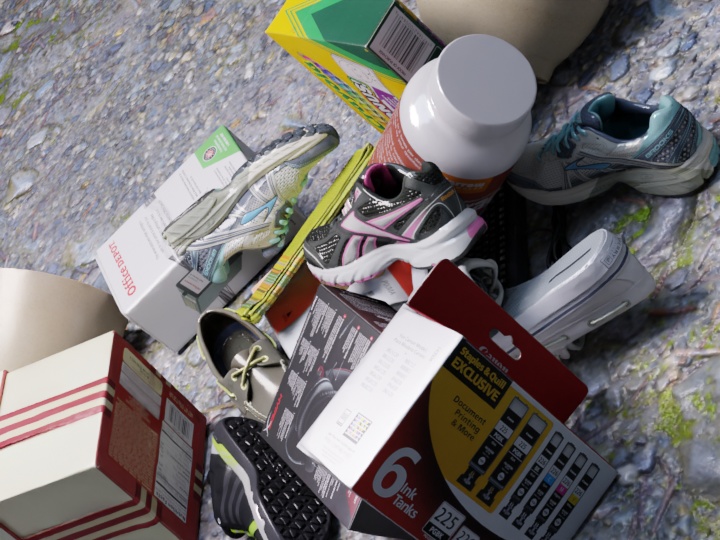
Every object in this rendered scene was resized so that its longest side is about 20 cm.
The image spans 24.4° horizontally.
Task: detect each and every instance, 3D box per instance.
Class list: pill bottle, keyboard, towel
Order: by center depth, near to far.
[{"bbox_3d":[0.077,-0.110,1.398,0.200,0.112,0.112,118,173,-62],"label":"pill bottle"},{"bbox_3d":[0.130,-0.031,1.456,0.127,0.021,0.200,-22,43,25],"label":"keyboard"},{"bbox_3d":[-0.052,-0.035,1.564,0.200,0.018,0.086,-54,12,-7],"label":"towel"}]

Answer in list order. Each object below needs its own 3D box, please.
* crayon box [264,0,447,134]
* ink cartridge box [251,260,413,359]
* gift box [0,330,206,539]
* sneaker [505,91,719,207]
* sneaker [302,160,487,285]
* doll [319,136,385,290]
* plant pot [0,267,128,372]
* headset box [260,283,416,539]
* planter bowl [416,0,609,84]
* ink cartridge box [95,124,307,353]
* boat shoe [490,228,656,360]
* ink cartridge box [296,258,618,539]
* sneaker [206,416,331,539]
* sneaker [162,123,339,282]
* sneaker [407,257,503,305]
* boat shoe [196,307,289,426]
[{"bbox_3d":[0.033,-0.179,1.558,0.172,0.200,0.058,17,72,54],"label":"crayon box"},{"bbox_3d":[0.000,0.000,1.557,0.200,0.050,0.162,-47,34,8],"label":"ink cartridge box"},{"bbox_3d":[-0.263,0.181,1.569,0.186,0.185,0.200,-22,38,21],"label":"gift box"},{"bbox_3d":[0.198,-0.112,1.397,0.200,0.086,0.078,-5,47,38],"label":"sneaker"},{"bbox_3d":[0.019,-0.049,1.378,0.200,0.086,0.080,-13,21,48],"label":"sneaker"},{"bbox_3d":[0.016,-0.062,1.559,0.136,0.049,0.200,-22,28,27],"label":"doll"},{"bbox_3d":[-0.352,0.123,1.740,0.187,0.187,0.201,-10,64,43],"label":"plant pot"},{"bbox_3d":[0.011,0.119,1.367,0.200,0.075,0.149,36,108,56],"label":"headset box"},{"bbox_3d":[0.135,-0.251,1.547,0.200,0.200,0.135,17,94,54],"label":"planter bowl"},{"bbox_3d":[-0.170,-0.034,1.749,0.200,0.084,0.146,-44,35,6],"label":"ink cartridge box"},{"bbox_3d":[0.150,0.044,1.327,0.200,0.067,0.074,-37,18,45],"label":"boat shoe"},{"bbox_3d":[0.086,0.119,1.206,0.176,0.200,0.084,-54,35,-5],"label":"ink cartridge box"},{"bbox_3d":[-0.085,0.208,1.456,0.083,0.072,0.200,-68,29,21],"label":"sneaker"},{"bbox_3d":[-0.092,-0.066,1.624,0.200,0.086,0.078,-36,8,14],"label":"sneaker"},{"bbox_3d":[0.083,0.018,1.360,0.071,0.073,0.200,-19,17,9],"label":"sneaker"},{"bbox_3d":[-0.101,0.096,1.565,0.072,0.060,0.202,-47,34,0],"label":"boat shoe"}]
